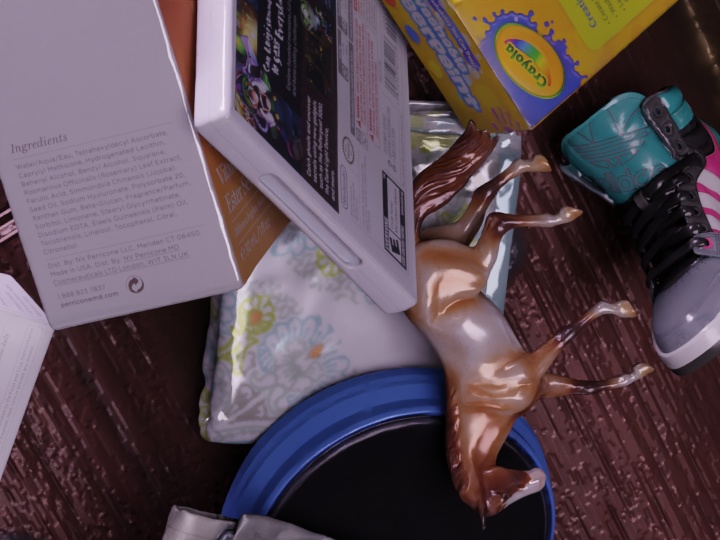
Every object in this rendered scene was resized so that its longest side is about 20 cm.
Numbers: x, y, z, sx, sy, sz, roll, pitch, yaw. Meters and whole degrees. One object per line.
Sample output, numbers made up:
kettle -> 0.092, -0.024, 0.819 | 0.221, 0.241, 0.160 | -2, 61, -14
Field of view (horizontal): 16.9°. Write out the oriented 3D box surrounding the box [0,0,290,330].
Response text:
box -> -0.116, -0.095, 1.221 | 0.106, 0.152, 0.201 | -11, 107, 16

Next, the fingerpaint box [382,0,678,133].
fingerpaint box -> 0.078, -0.203, 1.315 | 0.167, 0.073, 0.200 | -42, 108, -21

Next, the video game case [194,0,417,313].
video game case -> -0.027, -0.104, 1.240 | 0.023, 0.201, 0.182 | -19, 140, 24

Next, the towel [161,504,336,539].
towel -> -0.047, 0.236, 1.307 | 0.192, 0.034, 0.201 | 17, 87, -33

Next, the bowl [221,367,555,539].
bowl -> 0.019, 0.151, 1.379 | 0.200, 0.039, 0.202 | -9, 119, -16

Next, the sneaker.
sneaker -> 0.165, -0.037, 1.356 | 0.121, 0.200, 0.084 | 43, 118, -17

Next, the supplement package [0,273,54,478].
supplement package -> -0.275, 0.037, 1.228 | 0.199, 0.114, 0.110 | 18, 96, -24

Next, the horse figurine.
horse figurine -> 0.074, 0.021, 1.320 | 0.132, 0.050, 0.201 | -28, 98, -7

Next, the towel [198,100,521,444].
towel -> 0.000, 0.000, 1.365 | 0.170, 0.048, 0.201 | 3, 100, -19
